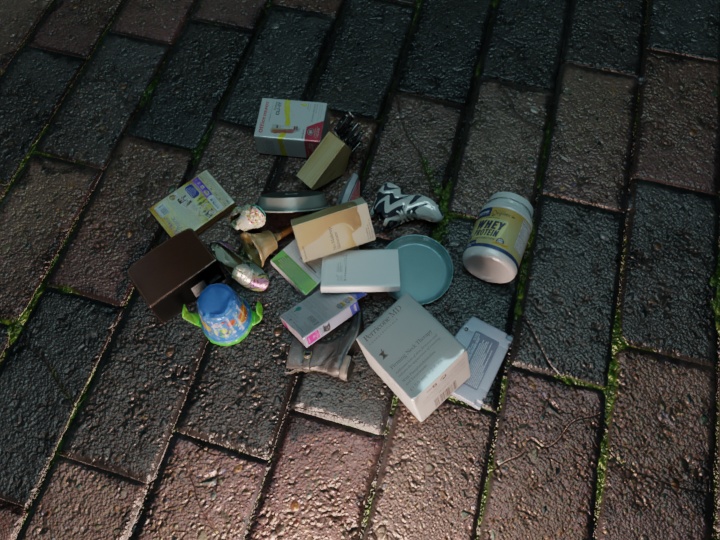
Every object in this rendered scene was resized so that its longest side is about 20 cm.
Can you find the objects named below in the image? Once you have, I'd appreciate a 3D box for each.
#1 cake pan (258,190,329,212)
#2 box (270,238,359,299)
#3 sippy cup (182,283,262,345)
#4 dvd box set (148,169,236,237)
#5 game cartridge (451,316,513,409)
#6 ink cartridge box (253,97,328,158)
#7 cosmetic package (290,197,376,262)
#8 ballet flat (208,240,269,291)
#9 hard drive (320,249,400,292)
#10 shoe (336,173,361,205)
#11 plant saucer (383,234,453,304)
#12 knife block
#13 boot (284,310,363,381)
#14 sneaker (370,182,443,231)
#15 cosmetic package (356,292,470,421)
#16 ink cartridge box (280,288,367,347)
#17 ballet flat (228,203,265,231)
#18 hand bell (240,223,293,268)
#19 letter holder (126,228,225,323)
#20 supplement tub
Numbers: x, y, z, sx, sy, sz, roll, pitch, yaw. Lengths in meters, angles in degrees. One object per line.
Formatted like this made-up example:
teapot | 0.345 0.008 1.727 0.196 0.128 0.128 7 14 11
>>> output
cake pan | -0.180 -0.184 1.578 0.196 0.200 0.037 -2 103 1
box | -0.120 -0.039 1.587 0.200 0.036 0.144 -42 70 -18
sippy cup | -0.342 0.100 1.473 0.177 0.131 0.140 -34 67 -13
dvd box set | -0.467 -0.174 1.662 0.199 0.030 0.146 -39 70 -17
game cartridge | 0.273 0.219 1.452 0.132 0.041 0.202 28 68 10
ink cartridge box | -0.200 -0.415 1.740 0.196 0.084 0.148 6 65 4
cosmetic package | -0.070 -0.104 1.518 0.197 0.107 0.071 -19 20 -5
ballet flat | -0.326 -0.012 1.556 0.199 0.071 0.070 39 100 18
hard drive | 0.000 0.000 1.512 0.196 0.027 0.133 -1 45 1
shoe | -0.016 -0.175 1.634 0.090 0.072 0.202 28 49 -14
plant saucer | 0.144 0.001 1.564 0.196 0.028 0.204 -1 65 1
knife block | -0.076 -0.334 1.637 0.064 0.177 0.199 39 50 19
boot | -0.089 0.174 1.469 0.171 0.070 0.202 10 58 15
sneaker | 0.114 -0.145 1.606 0.197 0.080 0.131 29 70 14
cosmetic package | 0.124 0.200 1.369 0.167 0.167 0.200 -41 59 -10
ink cartridge box | -0.088 0.097 1.486 0.199 0.042 0.119 -36 41 -18
ballet flat | -0.300 -0.131 1.565 0.064 0.199 0.076 -48 109 -15
hand bell | -0.210 -0.097 1.603 0.198 0.105 0.104 -31 67 -27
letter holder | -0.476 0.008 1.540 0.199 0.101 0.142 -37 67 -15
supplement tub | 0.357 -0.085 1.534 0.142 0.145 0.202 21 66 11
